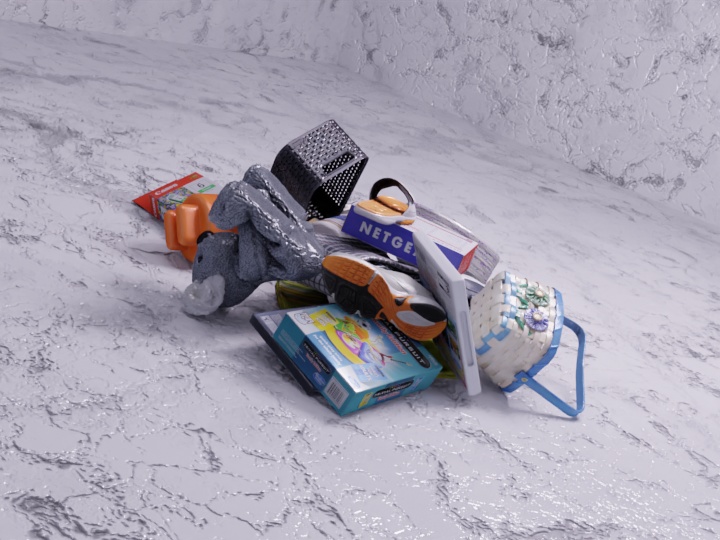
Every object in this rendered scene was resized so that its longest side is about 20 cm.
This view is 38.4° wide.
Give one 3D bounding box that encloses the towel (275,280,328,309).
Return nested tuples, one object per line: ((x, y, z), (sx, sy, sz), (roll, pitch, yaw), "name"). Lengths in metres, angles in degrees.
((-0.080, 0.064, 1.581), (0.085, 0.018, 0.200), (11, 19, -15), "towel")

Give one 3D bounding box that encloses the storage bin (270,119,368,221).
((-0.085, -0.145, 1.756), (0.135, 0.200, 0.094), (-34, 75, -33), "storage bin")

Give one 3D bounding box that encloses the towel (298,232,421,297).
((0.000, 0.000, 1.616), (0.165, 0.086, 0.199), (20, 8, 43), "towel")

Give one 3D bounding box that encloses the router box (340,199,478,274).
((0.084, -0.054, 1.689), (0.199, 0.049, 0.179), (25, 12, 10), "router box")

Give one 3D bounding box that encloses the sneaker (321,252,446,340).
((0.027, 0.027, 1.467), (0.199, 0.076, 0.092), (30, 19, -20), "sneaker")

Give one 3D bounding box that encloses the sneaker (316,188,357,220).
((-0.090, -0.129, 2.024), (0.199, 0.088, 0.076), (23, -10, 5), "sneaker")

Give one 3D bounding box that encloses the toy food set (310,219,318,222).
((-0.149, -0.074, 1.902), (0.197, 0.049, 0.199), (29, 22, 34), "toy food set")

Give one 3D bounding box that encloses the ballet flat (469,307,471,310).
((0.144, 0.077, 1.680), (0.200, 0.068, 0.067), (37, 1, 28), "ballet flat")

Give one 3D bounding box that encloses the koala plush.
((-0.172, -0.017, 1.514), (0.184, 0.200, 0.177), (47, 18, -5), "koala plush")

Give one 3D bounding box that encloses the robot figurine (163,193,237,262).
((-0.224, -0.068, 1.708), (0.199, 0.144, 0.117), (0, 40, -41), "robot figurine")

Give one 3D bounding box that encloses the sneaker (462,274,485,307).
((0.204, 0.069, 1.742), (0.201, 0.077, 0.146), (15, 15, -9), "sneaker")

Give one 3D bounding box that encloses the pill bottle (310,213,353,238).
((-0.024, -0.042, 1.815), (0.110, 0.112, 0.200), (24, 19, 22), "pill bottle")

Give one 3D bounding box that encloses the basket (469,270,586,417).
((0.261, 0.110, 1.556), (0.199, 0.139, 0.177), (34, 40, -20), "basket")

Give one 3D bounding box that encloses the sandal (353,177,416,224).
((0.048, -0.110, 1.605), (0.079, 0.060, 0.207), (25, 12, 10), "sandal")

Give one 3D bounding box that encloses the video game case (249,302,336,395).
((-0.044, 0.104, 1.453), (0.199, 0.019, 0.143), (-5, 45, -50), "video game case")

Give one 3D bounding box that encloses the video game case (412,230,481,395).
((0.125, 0.058, 1.512), (0.024, 0.183, 0.200), (-15, 24, -8), "video game case")

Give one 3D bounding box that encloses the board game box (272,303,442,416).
((-0.001, 0.111, 1.417), (0.151, 0.047, 0.199), (47, 31, 24), "board game box")

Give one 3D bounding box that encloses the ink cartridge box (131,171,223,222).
((-0.314, -0.127, 1.850), (0.109, 0.051, 0.199), (-31, 45, -34), "ink cartridge box")

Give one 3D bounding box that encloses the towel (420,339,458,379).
((0.093, 0.114, 1.611), (0.086, 0.018, 0.200), (5, 22, -29), "towel")

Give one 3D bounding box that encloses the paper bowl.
((0.143, -0.031, 1.873), (0.200, 0.105, 0.201), (33, -4, 3), "paper bowl")
